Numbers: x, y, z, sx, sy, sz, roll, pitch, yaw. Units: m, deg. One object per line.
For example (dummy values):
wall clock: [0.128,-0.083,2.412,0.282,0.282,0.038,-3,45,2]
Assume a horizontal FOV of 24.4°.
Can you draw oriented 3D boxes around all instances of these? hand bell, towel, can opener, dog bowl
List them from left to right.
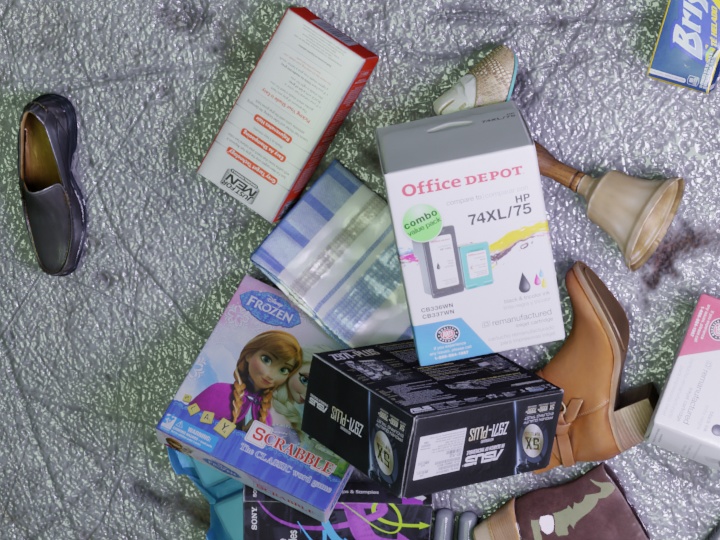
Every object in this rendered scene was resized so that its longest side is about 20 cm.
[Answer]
dog bowl: [-0.132,0.230,1.827,0.111,0.050,0.201,-25,93,19]
towel: [0.000,0.000,1.733,0.200,0.024,0.147,42,84,6]
can opener: [0.095,0.355,1.783,0.052,0.066,0.202,4,93,11]
hand bell: [0.212,-0.093,1.662,0.199,0.104,0.105,32,107,21]

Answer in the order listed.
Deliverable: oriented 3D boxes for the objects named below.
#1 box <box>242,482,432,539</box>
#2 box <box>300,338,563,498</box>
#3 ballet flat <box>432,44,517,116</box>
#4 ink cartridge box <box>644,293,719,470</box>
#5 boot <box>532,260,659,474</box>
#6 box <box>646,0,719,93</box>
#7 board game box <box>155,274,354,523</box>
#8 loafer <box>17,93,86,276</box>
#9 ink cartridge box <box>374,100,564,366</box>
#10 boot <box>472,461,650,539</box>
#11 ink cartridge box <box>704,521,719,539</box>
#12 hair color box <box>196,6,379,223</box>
box: [-0.026,0.286,1.759,0.198,0.036,0.144,2,126,0]
box: [0.070,0.138,1.638,0.163,0.199,0.087,29,117,45]
ballet flat: [0.097,-0.136,1.678,0.065,0.071,0.201,13,105,-24]
ink cartridge box: [0.395,0.130,1.610,0.199,0.085,0.146,21,75,9]
boot: [0.208,0.104,1.702,0.154,0.077,0.201,-22,101,22]
box: [0.335,-0.274,1.588,0.064,0.070,0.201,18,104,14]
board game box: [-0.079,0.130,1.736,0.199,0.041,0.200,24,65,10]
loafer: [-0.346,-0.089,1.817,0.072,0.072,0.202,-3,100,15]
ink cartridge box: [0.104,-0.039,1.609,0.146,0.146,0.201,-11,112,2]
boot: [0.226,0.315,1.727,0.166,0.072,0.201,-26,94,17]
ink cartridge box: [0.453,0.305,1.680,0.199,0.047,0.161,35,107,2]
hair color box: [-0.076,-0.162,1.732,0.101,0.061,0.201,34,106,8]
